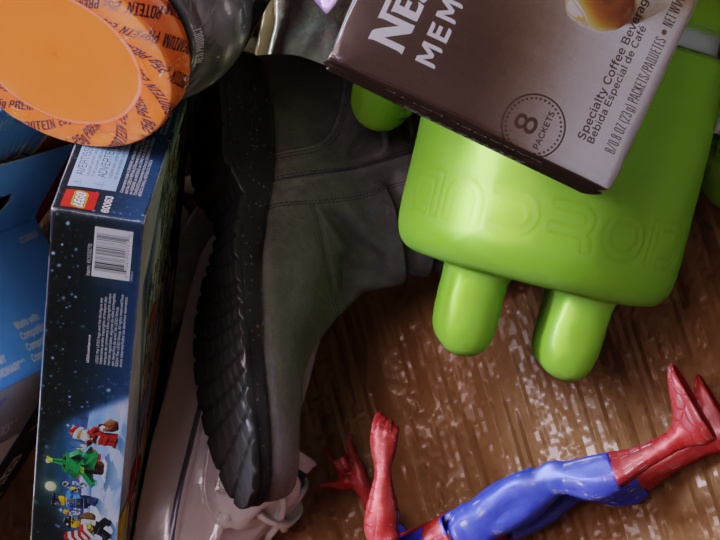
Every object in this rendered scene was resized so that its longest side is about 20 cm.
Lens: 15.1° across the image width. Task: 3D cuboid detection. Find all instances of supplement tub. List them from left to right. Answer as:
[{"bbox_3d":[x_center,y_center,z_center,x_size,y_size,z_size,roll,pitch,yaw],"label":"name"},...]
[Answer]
[{"bbox_3d":[-0.080,-0.151,1.077,0.122,0.123,0.200,0,45,28],"label":"supplement tub"}]

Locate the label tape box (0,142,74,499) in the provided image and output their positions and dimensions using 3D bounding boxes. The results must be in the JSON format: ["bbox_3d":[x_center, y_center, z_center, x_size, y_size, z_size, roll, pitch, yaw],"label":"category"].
[{"bbox_3d":[-0.177,0.051,1.168,0.063,0.144,0.200,36,108,8],"label":"label tape box"}]

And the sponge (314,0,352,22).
[{"bbox_3d":[0.032,-0.144,1.125,0.030,0.200,0.112,45,96,7],"label":"sponge"}]

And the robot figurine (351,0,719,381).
[{"bbox_3d":[0.083,-0.060,1.082,0.175,0.116,0.201,13,94,0],"label":"robot figurine"}]

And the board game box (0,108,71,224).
[{"bbox_3d":[-0.182,-0.027,1.185,0.040,0.153,0.200,36,96,9],"label":"board game box"}]

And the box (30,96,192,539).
[{"bbox_3d":[-0.103,0.029,1.120,0.038,0.200,0.137,8,31,0],"label":"box"}]

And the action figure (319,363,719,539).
[{"bbox_3d":[0.044,0.080,1.117,0.200,0.065,0.099,-33,70,14],"label":"action figure"}]

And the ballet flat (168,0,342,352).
[{"bbox_3d":[-0.076,-0.049,1.221,0.200,0.062,0.067,-59,33,-2],"label":"ballet flat"}]

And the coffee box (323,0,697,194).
[{"bbox_3d":[0.077,-0.141,0.981,0.114,0.080,0.200,26,90,-3],"label":"coffee box"}]

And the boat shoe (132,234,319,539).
[{"bbox_3d":[-0.052,0.083,1.163,0.065,0.074,0.201,9,84,12],"label":"boat shoe"}]

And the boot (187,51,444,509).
[{"bbox_3d":[0.000,0.000,1.135,0.070,0.131,0.201,151,120,-67],"label":"boot"}]
